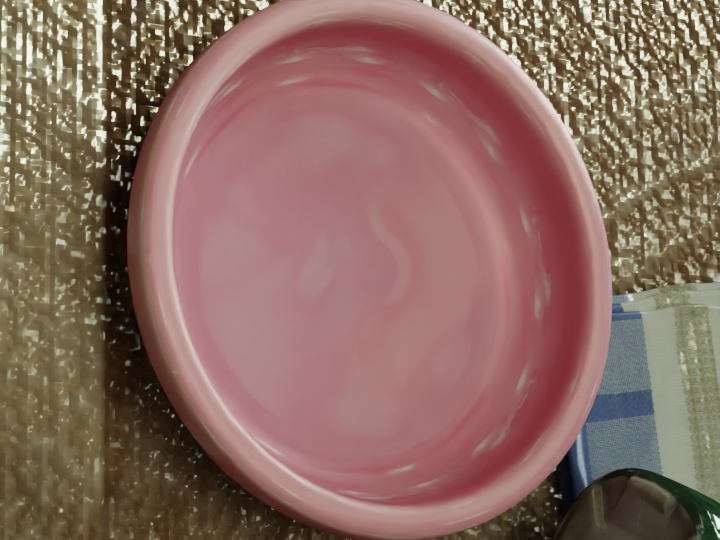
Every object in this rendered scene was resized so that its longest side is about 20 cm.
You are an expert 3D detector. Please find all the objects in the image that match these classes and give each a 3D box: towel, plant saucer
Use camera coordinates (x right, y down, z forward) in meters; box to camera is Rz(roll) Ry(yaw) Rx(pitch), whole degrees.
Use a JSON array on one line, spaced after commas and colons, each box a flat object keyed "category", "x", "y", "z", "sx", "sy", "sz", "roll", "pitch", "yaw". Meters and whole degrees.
[{"category": "towel", "x": 0.162, "y": 0.074, "z": 0.946, "sx": 0.200, "sy": 0.024, "sz": 0.147, "roll": -6, "pitch": 85, "yaw": -31}, {"category": "plant saucer", "x": 0.000, "y": 0.000, "z": 0.841, "sx": 0.200, "sy": 0.051, "sz": 0.201, "roll": 8, "pitch": 75, "yaw": -31}]

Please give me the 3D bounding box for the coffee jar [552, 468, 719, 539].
[{"category": "coffee jar", "x": 0.158, "y": 0.153, "z": 0.872, "sx": 0.200, "sy": 0.085, "sz": 0.105, "roll": 24, "pitch": 91, "yaw": -34}]
